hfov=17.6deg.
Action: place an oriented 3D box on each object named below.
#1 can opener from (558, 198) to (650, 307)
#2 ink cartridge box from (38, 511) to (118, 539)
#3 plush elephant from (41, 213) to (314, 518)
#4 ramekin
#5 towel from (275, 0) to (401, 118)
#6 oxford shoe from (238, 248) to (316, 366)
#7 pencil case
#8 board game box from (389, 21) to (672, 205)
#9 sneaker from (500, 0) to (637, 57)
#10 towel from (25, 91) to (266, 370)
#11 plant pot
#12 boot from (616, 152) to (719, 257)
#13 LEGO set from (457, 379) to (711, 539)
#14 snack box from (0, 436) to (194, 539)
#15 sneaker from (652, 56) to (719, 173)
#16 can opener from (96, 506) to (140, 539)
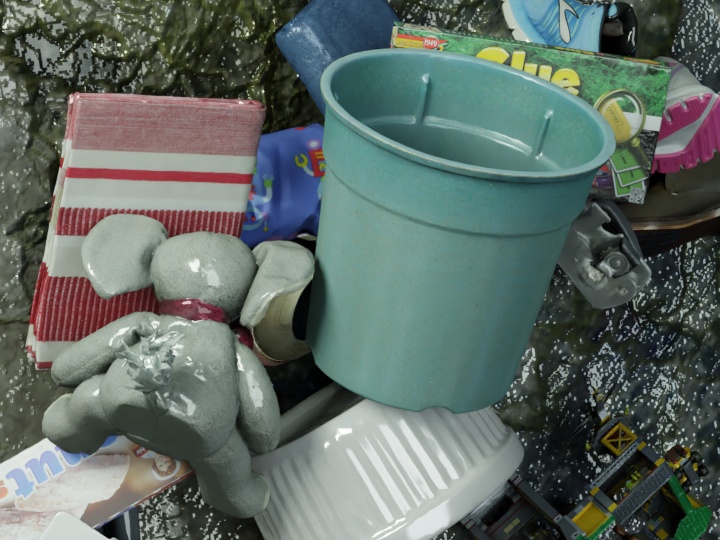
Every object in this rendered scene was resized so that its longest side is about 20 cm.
[{"bbox_3d":[0.145,-0.057,1.738,0.053,0.067,0.200,-33,108,22],"label":"can opener"},{"bbox_3d":[-0.154,0.267,1.597,0.200,0.067,0.117,35,91,-15],"label":"ink cartridge box"},{"bbox_3d":[-0.116,0.043,1.560,0.164,0.200,0.155,19,60,6],"label":"plush elephant"},{"bbox_3d":[0.006,0.137,1.674,0.200,0.200,0.105,-33,96,-19],"label":"ramekin"},{"bbox_3d":[0.018,-0.118,1.711,0.200,0.049,0.112,55,41,-13],"label":"towel"},{"bbox_3d":[0.000,0.000,1.718,0.200,0.074,0.071,-47,108,-26],"label":"oxford shoe"},{"bbox_3d":[-0.100,-0.048,1.673,0.200,0.078,0.087,-13,89,-22],"label":"pencil case"},{"bbox_3d":[0.114,-0.111,1.653,0.200,0.023,0.105,7,104,-6],"label":"board game box"},{"bbox_3d":[0.171,-0.174,1.741,0.090,0.200,0.078,-40,135,25],"label":"sneaker"},{"bbox_3d":[-0.148,-0.026,1.599,0.144,0.023,0.200,1,113,-30],"label":"towel"},{"bbox_3d":[0.052,-0.022,1.577,0.200,0.200,0.196,0,119,-24],"label":"plant pot"},{"bbox_3d":[0.243,-0.067,1.849,0.200,0.075,0.097,-6,72,-17],"label":"boot"},{"bbox_3d":[0.164,0.189,1.809,0.200,0.116,0.154,-47,140,-1],"label":"LEGO set"},{"bbox_3d":[-0.217,0.157,1.624,0.200,0.024,0.072,-30,83,-5],"label":"snack box"},{"bbox_3d":[0.181,-0.105,1.804,0.200,0.088,0.081,-18,130,-4],"label":"sneaker"},{"bbox_3d":[-0.177,0.187,1.658,0.053,0.067,0.200,-6,95,-24],"label":"can opener"}]
